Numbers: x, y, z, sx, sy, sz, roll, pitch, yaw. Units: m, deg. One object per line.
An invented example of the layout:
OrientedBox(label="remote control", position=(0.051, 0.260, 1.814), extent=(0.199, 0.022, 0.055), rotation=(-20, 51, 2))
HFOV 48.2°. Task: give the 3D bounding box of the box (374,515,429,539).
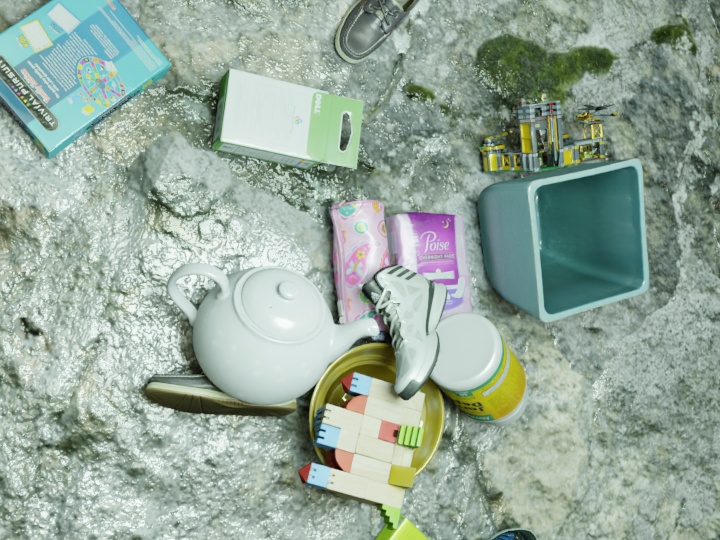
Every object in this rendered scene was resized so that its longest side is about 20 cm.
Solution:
OrientedBox(label="box", position=(0.088, 0.463, 1.158), extent=(0.200, 0.048, 0.122), rotation=(45, 71, -11))

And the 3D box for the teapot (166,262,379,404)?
OrientedBox(label="teapot", position=(-0.117, 0.063, 1.029), extent=(0.200, 0.146, 0.197), rotation=(-22, 64, -37))

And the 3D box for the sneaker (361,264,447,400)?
OrientedBox(label="sneaker", position=(0.043, 0.072, 1.060), extent=(0.115, 0.076, 0.201), rotation=(28, 43, -12))

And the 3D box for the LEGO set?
OrientedBox(label="LEGO set", position=(0.284, -0.221, 1.245), extent=(0.200, 0.154, 0.116), rotation=(-11, 102, -18))

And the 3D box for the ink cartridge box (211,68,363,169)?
OrientedBox(label="ink cartridge box", position=(-0.102, -0.207, 1.140), extent=(0.200, 0.059, 0.104), rotation=(9, 82, -21))

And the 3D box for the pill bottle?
OrientedBox(label="pill bottle", position=(0.172, 0.150, 1.147), extent=(0.113, 0.113, 0.200), rotation=(-61, 144, -15))

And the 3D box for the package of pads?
OrientedBox(label="package of pads", position=(0.099, 0.014, 1.191), extent=(0.120, 0.076, 0.200), rotation=(-3, 86, -25))

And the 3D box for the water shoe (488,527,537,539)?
OrientedBox(label="water shoe", position=(0.211, 0.422, 1.165), extent=(0.200, 0.079, 0.072), rotation=(-6, 71, -43))

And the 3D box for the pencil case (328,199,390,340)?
OrientedBox(label="pencil case", position=(0.000, 0.000, 1.147), extent=(0.087, 0.087, 0.200), rotation=(-3, 87, -22))

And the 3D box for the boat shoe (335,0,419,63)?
OrientedBox(label="boat shoe", position=(0.037, -0.396, 1.210), extent=(0.072, 0.065, 0.200), rotation=(45, 72, -14))

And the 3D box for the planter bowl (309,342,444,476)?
OrientedBox(label="planter bowl", position=(0.011, 0.202, 1.132), extent=(0.200, 0.083, 0.201), rotation=(2, 85, -21))

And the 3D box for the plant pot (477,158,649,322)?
OrientedBox(label="plant pot", position=(0.277, -0.056, 1.192), extent=(0.196, 0.200, 0.197), rotation=(-14, 104, -23))

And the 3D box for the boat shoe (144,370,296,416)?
OrientedBox(label="boat shoe", position=(-0.184, 0.155, 1.073), extent=(0.200, 0.073, 0.065), rotation=(10, 60, -18))

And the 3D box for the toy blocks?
OrientedBox(label="toy blocks", position=(-0.002, 0.216, 1.039), extent=(0.137, 0.100, 0.200), rotation=(19, 68, -10))

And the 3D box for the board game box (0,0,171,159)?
OrientedBox(label="board game box", position=(-0.374, -0.266, 1.044), extent=(0.200, 0.047, 0.151), rotation=(-43, 101, -19))
